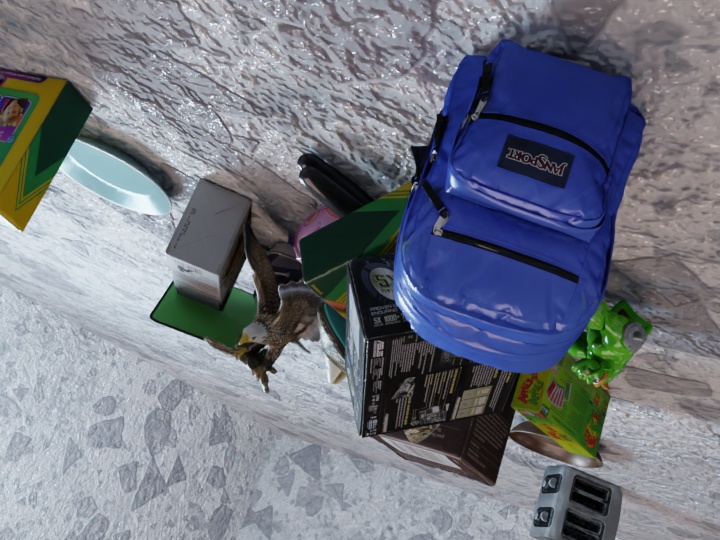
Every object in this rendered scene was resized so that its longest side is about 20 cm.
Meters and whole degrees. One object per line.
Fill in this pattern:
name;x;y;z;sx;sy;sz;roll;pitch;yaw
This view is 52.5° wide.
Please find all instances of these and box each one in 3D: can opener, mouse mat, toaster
can opener;0.008;-0.064;0.808;0.199;0.079;0.064;34;-164;-24
mouse mat;-0.222;0.060;1.114;0.158;0.008;0.201;22;-161;-7
toaster;0.532;0.597;1.785;0.197;0.183;0.119;22;160;1

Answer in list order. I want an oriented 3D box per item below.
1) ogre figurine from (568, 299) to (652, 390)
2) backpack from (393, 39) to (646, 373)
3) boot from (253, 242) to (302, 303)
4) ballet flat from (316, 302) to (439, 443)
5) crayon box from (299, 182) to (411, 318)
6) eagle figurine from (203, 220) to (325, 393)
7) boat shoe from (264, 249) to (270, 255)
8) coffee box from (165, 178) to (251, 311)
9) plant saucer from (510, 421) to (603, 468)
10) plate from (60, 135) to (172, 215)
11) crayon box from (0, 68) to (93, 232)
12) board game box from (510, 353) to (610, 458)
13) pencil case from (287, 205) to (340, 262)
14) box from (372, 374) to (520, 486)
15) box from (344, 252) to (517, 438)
ogre figurine;0.252;0.062;0.813;0.119;0.098;0.201;34;150;20
backpack;0.103;-0.043;0.520;0.160;0.203;0.168;18;161;12
boot;-0.055;0.036;1.069;0.197;0.092;0.073;19;161;8
ballet flat;0.006;0.127;0.861;0.199;0.076;0.068;42;-160;12
crayon box;0.061;0.002;0.758;0.170;0.059;0.200;-24;143;18
eagle figurine;-0.113;0.054;0.957;0.149;0.203;0.152;17;-157;-15
boat shoe;-0.130;0.034;1.182;0.069;0.067;0.201;14;160;19
coffee box;-0.210;-0.029;1.033;0.079;0.115;0.200;22;162;-2
plant saucer;0.404;0.356;1.510;0.197;0.035;0.201;19;161;7
plate;-0.352;-0.139;1.027;0.197;0.026;0.201;20;160;8
crayon box;-0.444;-0.151;0.867;0.197;0.175;0.058;14;160;22
board game box;0.301;0.193;1.083;0.047;0.103;0.199;3;154;44
pencil case;0.000;0.000;0.925;0.086;0.089;0.199;3;154;43
box;0.135;0.192;1.109;0.164;0.203;0.164;8;158;34
box;0.070;0.070;0.715;0.161;0.087;0.202;-9;144;-7
